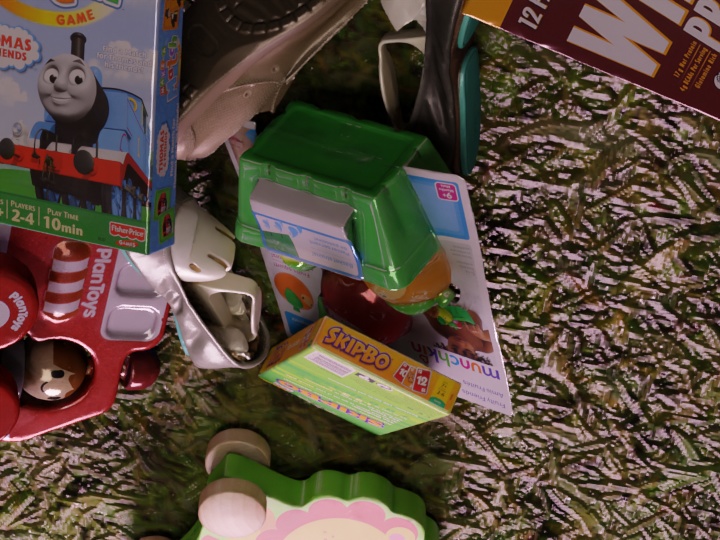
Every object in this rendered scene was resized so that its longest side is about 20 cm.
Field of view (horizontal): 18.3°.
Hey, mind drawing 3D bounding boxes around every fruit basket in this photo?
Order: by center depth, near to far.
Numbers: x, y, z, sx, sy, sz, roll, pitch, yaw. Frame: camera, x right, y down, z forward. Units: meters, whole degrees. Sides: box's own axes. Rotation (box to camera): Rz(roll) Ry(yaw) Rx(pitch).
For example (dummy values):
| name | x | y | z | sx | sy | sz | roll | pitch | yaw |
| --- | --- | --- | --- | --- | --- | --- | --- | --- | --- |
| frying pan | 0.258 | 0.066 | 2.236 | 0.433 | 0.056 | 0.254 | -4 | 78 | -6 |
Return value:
| name | x | y | z | sx | sy | sz | roll | pitch | yaw |
| --- | --- | --- | --- | --- | --- | --- | --- | --- | --- |
| fruit basket | 0.000 | 0.000 | 1.389 | 0.185 | 0.094 | 0.201 | 18 | 136 | 31 |

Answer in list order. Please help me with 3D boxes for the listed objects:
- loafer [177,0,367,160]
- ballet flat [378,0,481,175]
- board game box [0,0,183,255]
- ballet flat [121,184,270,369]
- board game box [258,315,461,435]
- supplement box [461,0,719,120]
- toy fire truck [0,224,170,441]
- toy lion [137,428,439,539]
| name | x | y | z | sx | sy | sz | roll | pitch | yaw |
| --- | --- | --- | --- | --- | --- | --- | --- | --- | --- |
| loafer | -0.064 | -0.140 | 1.332 | 0.200 | 0.076 | 0.067 | -37 | 153 | 8 |
| ballet flat | 0.044 | -0.141 | 1.326 | 0.068 | 0.068 | 0.201 | 14 | 125 | 10 |
| board game box | -0.175 | -0.121 | 1.295 | 0.151 | 0.037 | 0.201 | 12 | 108 | 24 |
| ballet flat | -0.100 | -0.003 | 1.414 | 0.063 | 0.068 | 0.200 | 4 | 148 | 18 |
| board game box | -0.005 | 0.071 | 1.440 | 0.095 | 0.030 | 0.200 | 27 | 165 | -8 |
| supplement box | 0.179 | -0.195 | 1.182 | 0.199 | 0.198 | 0.133 | 22 | 125 | -4 |
| toy fire truck | -0.206 | 0.033 | 1.473 | 0.167 | 0.112 | 0.201 | 3 | 125 | -18 |
| toy lion | -0.049 | 0.210 | 1.589 | 0.191 | 0.069 | 0.200 | 27 | 125 | -17 |
